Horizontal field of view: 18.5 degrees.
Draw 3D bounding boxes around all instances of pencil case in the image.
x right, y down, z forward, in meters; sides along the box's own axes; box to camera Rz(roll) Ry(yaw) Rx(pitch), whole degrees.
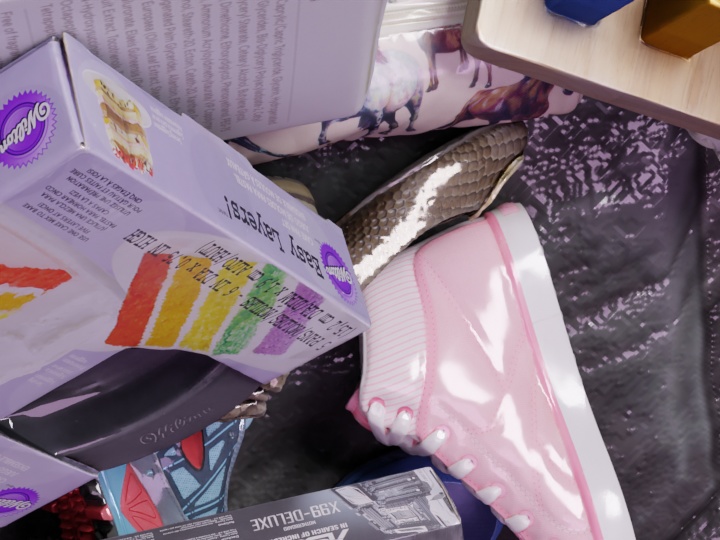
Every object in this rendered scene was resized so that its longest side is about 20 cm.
[{"bbox_3d":[-0.006,-0.089,0.910,0.199,0.089,0.078,-10,85,-6],"label":"pencil case"}]

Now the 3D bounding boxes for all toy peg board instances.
[{"bbox_3d":[0.165,-0.160,0.865,0.198,0.098,0.201,17,75,-17],"label":"toy peg board"}]

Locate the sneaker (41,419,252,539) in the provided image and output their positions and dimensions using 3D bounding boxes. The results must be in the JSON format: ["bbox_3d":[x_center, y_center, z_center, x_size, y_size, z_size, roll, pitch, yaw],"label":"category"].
[{"bbox_3d":[-0.096,0.057,0.970,0.095,0.079,0.201,-17,108,-37],"label":"sneaker"}]

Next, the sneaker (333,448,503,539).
[{"bbox_3d":[-0.013,0.153,1.007,0.199,0.082,0.074,-33,112,1],"label":"sneaker"}]

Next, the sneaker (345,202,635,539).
[{"bbox_3d":[0.053,0.079,0.971,0.104,0.075,0.201,-17,86,-6],"label":"sneaker"}]

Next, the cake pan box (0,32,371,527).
[{"bbox_3d":[-0.118,0.015,0.783,0.184,0.053,0.200,-27,151,18],"label":"cake pan box"}]

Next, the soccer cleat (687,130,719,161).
[{"bbox_3d":[0.177,-0.066,0.970,0.086,0.070,0.201,-22,107,-2],"label":"soccer cleat"}]

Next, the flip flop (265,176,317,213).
[{"bbox_3d":[-0.076,-0.009,0.883,0.081,0.200,0.058,-11,81,23],"label":"flip flop"}]

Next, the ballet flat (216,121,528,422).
[{"bbox_3d":[0.000,0.000,0.931,0.200,0.067,0.046,-37,87,-23],"label":"ballet flat"}]

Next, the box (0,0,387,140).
[{"bbox_3d":[-0.092,-0.158,0.771,0.170,0.200,0.200,-11,77,-7],"label":"box"}]

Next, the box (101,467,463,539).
[{"bbox_3d":[-0.050,0.180,0.933,0.199,0.050,0.158,-11,118,-10],"label":"box"}]
